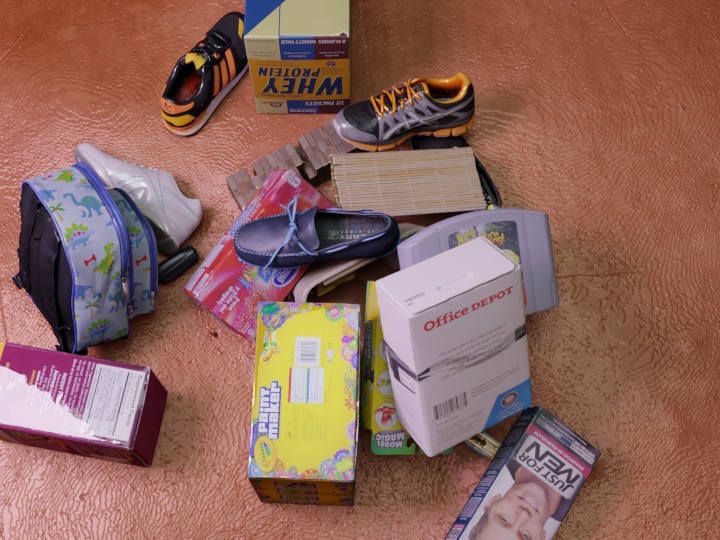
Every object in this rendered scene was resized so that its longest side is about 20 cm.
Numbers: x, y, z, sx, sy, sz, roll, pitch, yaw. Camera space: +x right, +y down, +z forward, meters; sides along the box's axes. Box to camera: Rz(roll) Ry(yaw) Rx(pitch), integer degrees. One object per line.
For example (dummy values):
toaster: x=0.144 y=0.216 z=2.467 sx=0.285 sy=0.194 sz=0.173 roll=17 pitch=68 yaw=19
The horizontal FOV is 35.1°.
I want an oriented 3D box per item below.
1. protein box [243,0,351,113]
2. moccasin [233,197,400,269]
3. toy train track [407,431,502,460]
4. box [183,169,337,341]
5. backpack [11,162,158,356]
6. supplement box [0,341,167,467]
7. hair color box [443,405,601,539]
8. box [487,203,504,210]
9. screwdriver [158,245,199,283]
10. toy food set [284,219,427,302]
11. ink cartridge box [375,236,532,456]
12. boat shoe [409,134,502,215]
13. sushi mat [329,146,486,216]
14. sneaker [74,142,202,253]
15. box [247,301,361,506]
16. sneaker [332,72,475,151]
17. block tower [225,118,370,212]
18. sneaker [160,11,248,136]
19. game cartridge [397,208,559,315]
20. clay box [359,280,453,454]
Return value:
protein box: x=-0.078 y=-0.343 z=1.515 sx=0.133 sy=0.200 sz=0.201 roll=0 pitch=71 yaw=0
moccasin: x=-0.053 y=-0.051 z=1.337 sx=0.197 sy=0.068 sz=0.081 roll=-8 pitch=69 yaw=0
toy train track: x=0.109 y=0.189 z=1.420 sx=0.199 sy=0.033 sz=0.115 roll=33 pitch=77 yaw=3
box: x=-0.122 y=-0.022 z=1.430 sx=0.095 sy=0.100 sz=0.201 roll=39 pitch=81 yaw=-17
backpack: x=-0.336 y=-0.026 z=1.394 sx=0.146 sy=0.201 sz=0.183 roll=-22 pitch=52 yaw=-28
supplement box: x=-0.348 y=0.163 z=1.377 sx=0.197 sy=0.131 sz=0.104 roll=10 pitch=71 yaw=3
hair color box: x=0.193 y=0.273 z=1.362 sx=0.100 sy=0.061 sz=0.201 roll=36 pitch=74 yaw=-5
box: x=0.157 y=0.023 z=1.428 sx=0.069 sy=0.064 sz=0.202 roll=22 pitch=91 yaw=8
screwdriver: x=-0.293 y=0.034 z=1.479 sx=0.199 sy=0.028 sz=0.029 roll=-40 pitch=46 yaw=-11
toy food set: x=0.000 y=0.000 z=1.433 sx=0.198 sy=0.143 sz=0.061 roll=-28 pitch=102 yaw=-9
ink cartridge box: x=0.107 y=0.084 z=1.267 sx=0.143 sy=0.202 sz=0.084 roll=-23 pitch=36 yaw=-18
boat shoe: x=0.128 y=-0.137 z=1.518 sx=0.073 sy=0.063 sz=0.203 roll=-26 pitch=71 yaw=-7
sushi mat: x=0.060 y=-0.112 z=1.444 sx=0.197 sy=0.012 sz=0.097 roll=-5 pitch=66 yaw=-18
sneaker: x=-0.295 y=-0.107 z=1.512 sx=0.200 sy=0.071 sz=0.080 roll=39 pitch=60 yaw=10
box: x=-0.061 y=0.162 z=1.344 sx=0.120 sy=0.193 sz=0.203 roll=2 pitch=70 yaw=1
sneaker: x=0.059 y=-0.214 z=1.486 sx=0.198 sy=0.078 sz=0.079 roll=-14 pitch=55 yaw=-15
block tower: x=-0.080 y=-0.140 z=1.522 sx=0.198 sy=0.054 sz=0.058 roll=-28 pitch=73 yaw=-10
sneaker: x=-0.207 y=-0.282 z=1.552 sx=0.069 sy=0.090 sz=0.201 roll=27 pitch=73 yaw=9
game cartridge: x=0.142 y=-0.002 z=1.345 sx=0.198 sy=0.041 sz=0.135 roll=-14 pitch=96 yaw=-22
clay box: x=0.061 y=0.116 z=1.362 sx=0.113 sy=0.048 sz=0.203 roll=3 pitch=91 yaw=-21
